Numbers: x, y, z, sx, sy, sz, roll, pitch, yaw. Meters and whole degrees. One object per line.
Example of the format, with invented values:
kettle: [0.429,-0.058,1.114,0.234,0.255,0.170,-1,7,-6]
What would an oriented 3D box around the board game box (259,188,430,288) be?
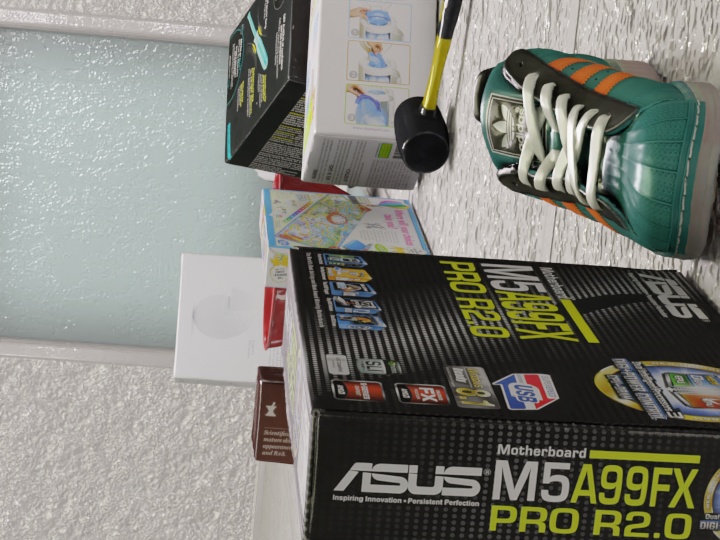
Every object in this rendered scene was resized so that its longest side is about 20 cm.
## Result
board game box: [-0.016,-0.025,1.567,0.200,0.134,0.034,-103,18,-74]

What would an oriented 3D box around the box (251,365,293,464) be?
box: [-0.043,0.127,1.630,0.200,0.100,0.075,159,115,-86]

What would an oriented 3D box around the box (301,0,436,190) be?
box: [0.008,-0.184,1.606,0.113,0.101,0.201,111,163,-70]

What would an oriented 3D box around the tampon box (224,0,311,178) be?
tampon box: [-0.041,-0.196,1.803,0.200,0.126,0.150,137,139,-60]

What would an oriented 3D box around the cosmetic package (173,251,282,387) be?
cosmetic package: [-0.188,0.082,2.932,0.123,0.199,0.200,117,157,-82]

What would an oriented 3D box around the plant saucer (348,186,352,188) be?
plant saucer: [0.008,-0.188,2.002,0.200,0.027,0.201,-176,90,-84]

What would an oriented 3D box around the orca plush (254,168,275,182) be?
orca plush: [-0.042,-0.167,2.016,0.105,0.071,0.200,46,133,19]

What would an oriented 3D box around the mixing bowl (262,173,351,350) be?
mixing bowl: [-0.043,-0.012,1.970,0.200,0.108,0.201,-176,90,-85]

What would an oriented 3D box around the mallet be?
mallet: [0.061,-0.176,1.415,0.066,0.041,0.200,-106,24,-65]

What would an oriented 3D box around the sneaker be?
sneaker: [0.090,-0.050,0.750,0.200,0.080,0.072,-112,26,-77]

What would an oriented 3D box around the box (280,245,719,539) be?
box: [0.055,0.040,0.646,0.200,0.160,0.044,-103,17,-74]
